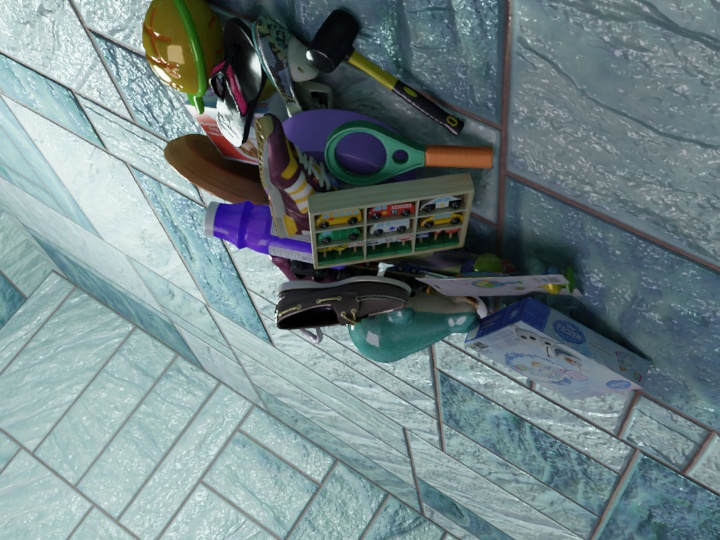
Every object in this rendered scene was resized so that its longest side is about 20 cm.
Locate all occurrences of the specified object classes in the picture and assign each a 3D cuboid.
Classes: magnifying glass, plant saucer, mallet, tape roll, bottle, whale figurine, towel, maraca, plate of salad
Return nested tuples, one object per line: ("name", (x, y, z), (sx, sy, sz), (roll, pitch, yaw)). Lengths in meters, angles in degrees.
("magnifying glass", (0.055, -0.135, 0.962), (0.196, 0.023, 0.081), (1, 128, 4))
("plant saucer", (-0.215, -0.164, 1.314), (0.198, 0.038, 0.201), (27, -161, -10))
("mallet", (0.037, -0.224, 0.936), (0.197, 0.067, 0.041), (26, 162, -11))
("tape roll", (-0.026, -0.124, 1.084), (0.196, 0.067, 0.201), (9, 154, 4))
("bottle", (-0.110, -0.052, 1.105), (0.196, 0.067, 0.084), (11, 177, 2))
("whale figurine", (0.077, 0.085, 1.216), (0.196, 0.106, 0.159), (2, 167, 13))
("towel", (0.078, -0.024, 1.163), (0.197, 0.023, 0.143), (11, 169, -21))
("maraca", (-0.236, -0.294, 1.105), (0.200, 0.105, 0.139), (117, 131, -70))
("plate of salad", (0.103, 0.053, 1.307), (0.196, 0.049, 0.201), (14, 159, 6))

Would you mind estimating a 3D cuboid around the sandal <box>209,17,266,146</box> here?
("sandal", (-0.166, -0.233, 1.066), (0.075, 0.045, 0.201), (44, 145, 18))

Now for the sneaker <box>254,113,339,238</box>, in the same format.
("sneaker", (-0.071, -0.117, 0.979), (0.088, 0.076, 0.201), (-9, 150, -1))

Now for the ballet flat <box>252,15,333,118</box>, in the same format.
("ballet flat", (-0.073, -0.241, 1.043), (0.073, 0.075, 0.201), (24, 157, 30))

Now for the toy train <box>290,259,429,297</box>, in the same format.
("toy train", (0.000, 0.000, 1.157), (0.196, 0.046, 0.034), (10, 150, -3))

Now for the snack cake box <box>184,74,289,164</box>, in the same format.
("snack cake box", (-0.153, -0.215, 1.196), (0.198, 0.068, 0.115), (16, 153, 43))

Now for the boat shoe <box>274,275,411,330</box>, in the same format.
("boat shoe", (-0.026, 0.049, 1.138), (0.196, 0.060, 0.072), (-3, 148, 17))

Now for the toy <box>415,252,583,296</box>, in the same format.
("toy", (0.185, 0.005, 1.089), (0.197, 0.048, 0.115), (2, 167, 29))

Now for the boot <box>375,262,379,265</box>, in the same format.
("boot", (-0.040, -0.072, 1.294), (0.156, 0.080, 0.212), (27, 152, 19))

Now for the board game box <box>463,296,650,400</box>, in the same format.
("board game box", (0.275, 0.118, 1.182), (0.197, 0.044, 0.200), (29, 160, -8))

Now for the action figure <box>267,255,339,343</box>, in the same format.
("action figure", (-0.102, -0.009, 1.230), (0.133, 0.150, 0.200), (24, 166, 36))

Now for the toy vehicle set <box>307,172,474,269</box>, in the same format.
("toy vehicle set", (0.035, -0.059, 1.008), (0.196, 0.027, 0.125), (-9, 149, -4))
